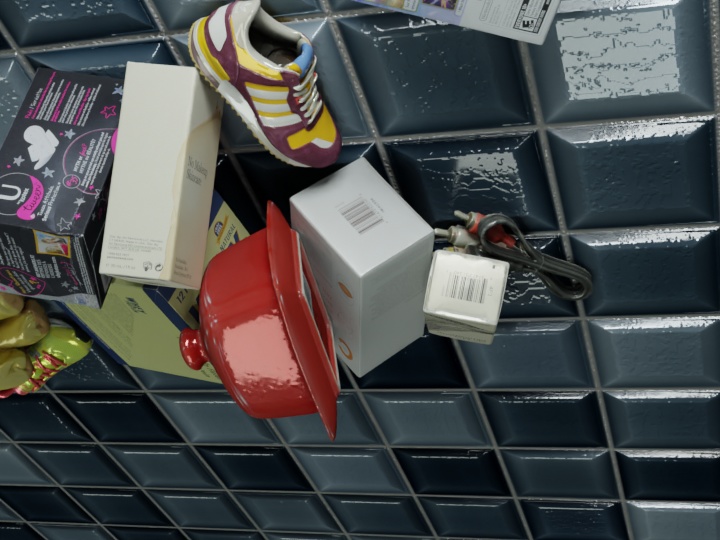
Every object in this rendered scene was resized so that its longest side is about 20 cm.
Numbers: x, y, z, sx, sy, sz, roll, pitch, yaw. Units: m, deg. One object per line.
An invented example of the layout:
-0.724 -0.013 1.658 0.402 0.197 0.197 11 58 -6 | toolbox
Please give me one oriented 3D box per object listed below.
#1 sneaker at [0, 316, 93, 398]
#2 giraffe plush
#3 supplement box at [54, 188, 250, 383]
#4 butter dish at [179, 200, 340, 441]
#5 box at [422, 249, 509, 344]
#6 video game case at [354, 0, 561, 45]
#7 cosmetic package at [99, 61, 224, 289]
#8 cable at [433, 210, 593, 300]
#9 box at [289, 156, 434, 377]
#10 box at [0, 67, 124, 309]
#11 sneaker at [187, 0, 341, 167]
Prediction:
-0.447 0.131 1.579 0.200 0.090 0.078 -23 132 37 | sneaker
-0.540 0.090 1.511 0.162 0.200 0.173 21 161 41 | giraffe plush
-0.221 0.013 1.274 0.199 0.134 0.200 7 148 33 | supplement box
-0.111 0.062 1.148 0.147 0.200 0.200 -16 120 3 | butter dish
0.114 0.032 1.234 0.082 0.069 0.200 11 171 8 | box
0.087 -0.280 0.890 0.181 0.046 0.200 12 145 -4 | video game case
-0.187 -0.087 1.083 0.073 0.201 0.104 7 177 9 | cosmetic package
0.179 -0.023 1.252 0.200 0.050 0.097 11 136 -22 | cable
0.000 0.000 1.217 0.124 0.097 0.200 48 157 26 | box
-0.292 -0.083 1.137 0.114 0.200 0.132 10 145 4 | box
-0.068 -0.170 1.064 0.090 0.075 0.200 -13 140 39 | sneaker
